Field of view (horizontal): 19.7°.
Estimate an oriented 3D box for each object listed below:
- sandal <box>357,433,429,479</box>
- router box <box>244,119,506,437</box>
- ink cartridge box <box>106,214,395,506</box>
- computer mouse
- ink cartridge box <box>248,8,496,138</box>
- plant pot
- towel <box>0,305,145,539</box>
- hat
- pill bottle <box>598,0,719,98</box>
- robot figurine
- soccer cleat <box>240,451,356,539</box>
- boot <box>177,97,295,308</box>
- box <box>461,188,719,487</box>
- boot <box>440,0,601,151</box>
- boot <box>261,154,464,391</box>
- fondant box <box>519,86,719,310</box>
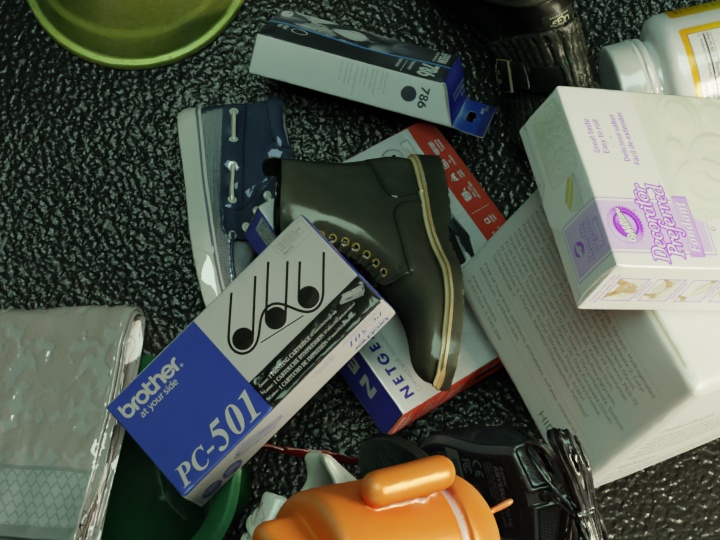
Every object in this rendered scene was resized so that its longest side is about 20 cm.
[{"bbox_3d":[0.051,0.215,1.556,0.048,0.075,0.202,-19,80,-48],"label":"sandal"},{"bbox_3d":[0.038,0.003,1.628,0.179,0.049,0.201,-29,76,-29],"label":"router box"},{"bbox_3d":[-0.079,0.065,1.499,0.200,0.044,0.094,-44,70,0],"label":"ink cartridge box"},{"bbox_3d":[0.119,0.165,1.553,0.052,0.199,0.140,-23,108,-33],"label":"computer mouse"},{"bbox_3d":[0.016,-0.162,1.690,0.198,0.100,0.040,17,111,4],"label":"ink cartridge box"},{"bbox_3d":[-0.190,-0.293,1.686,0.198,0.184,0.202,0,71,0],"label":"plant pot"},{"bbox_3d":[-0.263,0.118,1.578,0.199,0.032,0.193,-1,68,31],"label":"towel"},{"bbox_3d":[-0.111,0.159,1.620,0.199,0.176,0.167,32,102,29],"label":"hat"},{"bbox_3d":[0.299,-0.165,1.686,0.198,0.109,0.110,-13,72,-5],"label":"pill bottle"},{"bbox_3d":[0.015,0.203,1.453,0.199,0.116,0.145,-6,92,-34],"label":"robot figurine"},{"bbox_3d":[-0.069,0.215,1.504,0.200,0.070,0.087,-49,122,-32],"label":"soccer cleat"},{"bbox_3d":[-0.090,-0.046,1.660,0.090,0.073,0.202,-10,71,2],"label":"boot"},{"bbox_3d":[0.222,0.023,1.552,0.198,0.171,0.201,-15,70,-38],"label":"box"},{"bbox_3d":[0.126,-0.185,1.702,0.079,0.211,0.159,-26,115,-11],"label":"boot"},{"bbox_3d":[0.000,0.000,1.552,0.137,0.078,0.201,2,50,-13],"label":"boot"},{"bbox_3d":[0.223,-0.048,1.446,0.199,0.058,0.145,1,59,-29],"label":"fondant box"}]
